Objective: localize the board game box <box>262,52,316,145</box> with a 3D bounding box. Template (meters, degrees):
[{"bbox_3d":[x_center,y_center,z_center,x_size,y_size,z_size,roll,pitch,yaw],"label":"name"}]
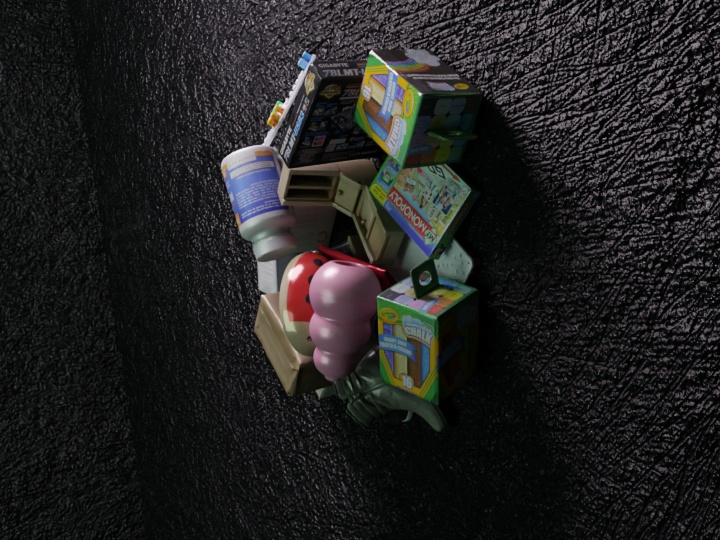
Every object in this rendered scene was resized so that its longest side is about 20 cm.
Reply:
[{"bbox_3d":[-0.166,-0.316,1.658,0.200,0.026,0.202,-47,19,53],"label":"board game box"}]

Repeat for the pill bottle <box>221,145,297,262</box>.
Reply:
[{"bbox_3d":[-0.187,-0.124,1.554,0.112,0.111,0.203,-33,72,56],"label":"pill bottle"}]

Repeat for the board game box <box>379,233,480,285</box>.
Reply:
[{"bbox_3d":[0.114,-0.006,1.416,0.201,0.026,0.201,55,140,36],"label":"board game box"}]

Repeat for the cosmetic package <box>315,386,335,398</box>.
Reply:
[{"bbox_3d":[-0.085,0.156,1.737,0.201,0.070,0.106,60,142,30],"label":"cosmetic package"}]

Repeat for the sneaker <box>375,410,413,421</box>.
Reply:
[{"bbox_3d":[0.045,0.187,1.509,0.070,0.098,0.203,12,105,58],"label":"sneaker"}]

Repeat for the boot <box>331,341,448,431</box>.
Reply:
[{"bbox_3d":[0.050,0.237,1.446,0.200,0.130,0.068,46,174,13],"label":"boot"}]

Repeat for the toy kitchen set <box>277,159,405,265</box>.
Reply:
[{"bbox_3d":[-0.046,-0.076,1.486,0.201,0.178,0.164,-112,31,-42],"label":"toy kitchen set"}]

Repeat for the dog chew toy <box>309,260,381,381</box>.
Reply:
[{"bbox_3d":[-0.033,0.088,1.394,0.124,0.123,0.203,18,102,55],"label":"dog chew toy"}]

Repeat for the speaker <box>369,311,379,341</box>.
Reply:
[{"bbox_3d":[0.018,0.068,1.511,0.200,0.080,0.082,-146,53,-62],"label":"speaker"}]

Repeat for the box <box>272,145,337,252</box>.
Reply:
[{"bbox_3d":[-0.118,-0.146,1.660,0.098,0.123,0.202,47,135,39],"label":"box"}]

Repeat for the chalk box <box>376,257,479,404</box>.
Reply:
[{"bbox_3d":[0.110,0.084,1.311,0.123,0.124,0.203,19,123,37],"label":"chalk box"}]

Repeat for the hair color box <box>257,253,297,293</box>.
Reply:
[{"bbox_3d":[-0.191,-0.047,1.865,0.099,0.060,0.203,19,114,55],"label":"hair color box"}]

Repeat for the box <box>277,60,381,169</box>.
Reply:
[{"bbox_3d":[-0.024,-0.269,1.405,0.050,0.198,0.199,58,143,27],"label":"box"}]

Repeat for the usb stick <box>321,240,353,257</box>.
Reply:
[{"bbox_3d":[-0.054,-0.024,1.670,0.199,0.032,0.056,-15,106,59],"label":"usb stick"}]

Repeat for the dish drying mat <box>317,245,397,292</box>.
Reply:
[{"bbox_3d":[0.000,0.000,1.479,0.199,0.018,0.077,24,160,50],"label":"dish drying mat"}]

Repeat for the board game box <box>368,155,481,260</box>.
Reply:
[{"bbox_3d":[0.102,-0.132,1.364,0.200,0.029,0.135,51,119,39],"label":"board game box"}]

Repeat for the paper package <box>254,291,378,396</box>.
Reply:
[{"bbox_3d":[-0.084,0.127,1.606,0.191,0.198,0.104,56,141,32],"label":"paper package"}]

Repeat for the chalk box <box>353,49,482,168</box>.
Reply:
[{"bbox_3d":[0.099,-0.242,1.272,0.200,0.123,0.125,52,138,40],"label":"chalk box"}]

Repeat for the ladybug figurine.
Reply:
[{"bbox_3d":[-0.082,0.054,1.493,0.071,0.135,0.203,-20,61,41],"label":"ladybug figurine"}]
